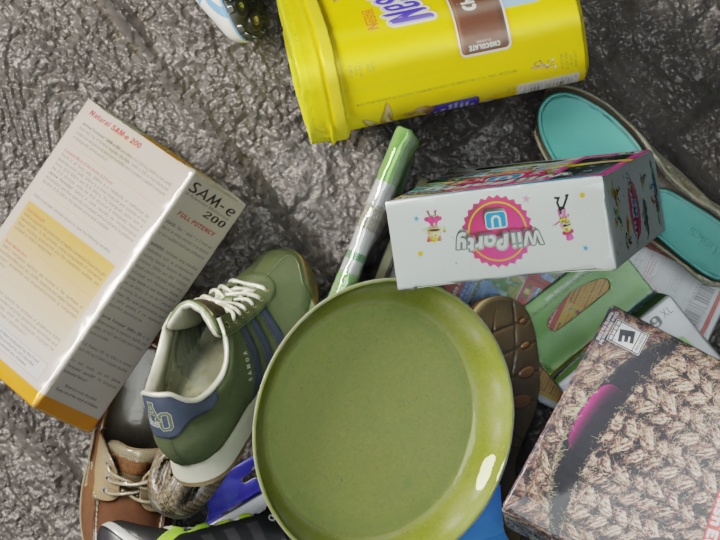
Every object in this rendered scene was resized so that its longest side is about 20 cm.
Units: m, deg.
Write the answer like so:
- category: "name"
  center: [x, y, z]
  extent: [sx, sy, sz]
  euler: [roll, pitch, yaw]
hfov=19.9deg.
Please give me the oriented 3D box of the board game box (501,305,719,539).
- category: "board game box"
  center: [0.219, 0.145, 1.379]
  extent: [0.200, 0.097, 0.159]
  euler: [27, 82, 11]

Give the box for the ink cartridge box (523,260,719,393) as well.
- category: "ink cartridge box"
  center: [0.209, 0.084, 1.482]
  extent: [0.104, 0.059, 0.200]
  euler: [-39, 90, 1]

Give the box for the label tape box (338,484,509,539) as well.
- category: "label tape box"
  center: [0.056, 0.268, 1.439]
  extent: [0.144, 0.063, 0.200]
  euler: [-16, 118, -21]

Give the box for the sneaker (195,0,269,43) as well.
- category: "sneaker"
  center: [-0.136, -0.250, 1.498]
  extent: [0.072, 0.072, 0.200]
  euler: [-29, 98, 34]

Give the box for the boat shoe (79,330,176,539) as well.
- category: "boat shoe"
  center: [-0.167, 0.139, 1.489]
  extent: [0.076, 0.072, 0.200]
  euler: [5, 90, -1]

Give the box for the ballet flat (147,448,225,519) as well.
- category: "ballet flat"
  center: [-0.095, 0.087, 1.464]
  extent: [0.067, 0.046, 0.200]
  euler: [26, 60, 6]

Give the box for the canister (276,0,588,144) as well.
- category: "canister"
  center: [0.049, -0.166, 1.455]
  extent: [0.200, 0.149, 0.087]
  euler: [-12, 117, -3]

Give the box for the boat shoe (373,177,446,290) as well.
- category: "boat shoe"
  center: [0.036, 0.035, 1.482]
  extent: [0.068, 0.075, 0.200]
  euler: [18, 85, 4]

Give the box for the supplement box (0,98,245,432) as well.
- category: "supplement box"
  center: [-0.192, -0.004, 1.462]
  extent: [0.126, 0.074, 0.200]
  euler: [35, 90, 36]

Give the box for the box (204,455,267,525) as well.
- category: "box"
  center: [-0.031, 0.225, 1.508]
  extent: [0.119, 0.041, 0.200]
  euler: [-31, 93, 0]

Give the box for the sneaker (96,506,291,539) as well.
- category: "sneaker"
  center: [-0.087, 0.202, 1.463]
  extent: [0.200, 0.072, 0.083]
  euler: [20, 71, -8]

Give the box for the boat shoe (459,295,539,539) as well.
- category: "boat shoe"
  center: [0.081, 0.115, 1.488]
  extent: [0.072, 0.068, 0.200]
  euler: [2, 97, -24]

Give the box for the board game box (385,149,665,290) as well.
- category: "board game box"
  center: [0.116, -0.037, 1.392]
  extent: [0.147, 0.200, 0.064]
  euler: [-6, 98, 17]

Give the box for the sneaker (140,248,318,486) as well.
- category: "sneaker"
  center: [-0.092, 0.044, 1.409]
  extent: [0.067, 0.090, 0.200]
  euler: [2, 49, 30]

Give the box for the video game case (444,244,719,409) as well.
- category: "video game case"
  center: [0.157, 0.031, 1.520]
  extent: [0.200, 0.017, 0.143]
  euler: [26, 90, -1]

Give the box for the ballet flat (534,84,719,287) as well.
- category: "ballet flat"
  center: [0.205, -0.058, 1.501]
  extent: [0.200, 0.062, 0.067]
  euler: [44, 101, 6]

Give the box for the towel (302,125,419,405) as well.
- category: "towel"
  center: [0.000, 0.000, 1.453]
  extent: [0.031, 0.149, 0.200]
  euler: [22, 89, -1]

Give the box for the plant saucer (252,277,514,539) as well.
- category: "plant saucer"
  center: [0.012, 0.103, 1.384]
  extent: [0.200, 0.031, 0.200]
  euler: [-3, 96, -28]
